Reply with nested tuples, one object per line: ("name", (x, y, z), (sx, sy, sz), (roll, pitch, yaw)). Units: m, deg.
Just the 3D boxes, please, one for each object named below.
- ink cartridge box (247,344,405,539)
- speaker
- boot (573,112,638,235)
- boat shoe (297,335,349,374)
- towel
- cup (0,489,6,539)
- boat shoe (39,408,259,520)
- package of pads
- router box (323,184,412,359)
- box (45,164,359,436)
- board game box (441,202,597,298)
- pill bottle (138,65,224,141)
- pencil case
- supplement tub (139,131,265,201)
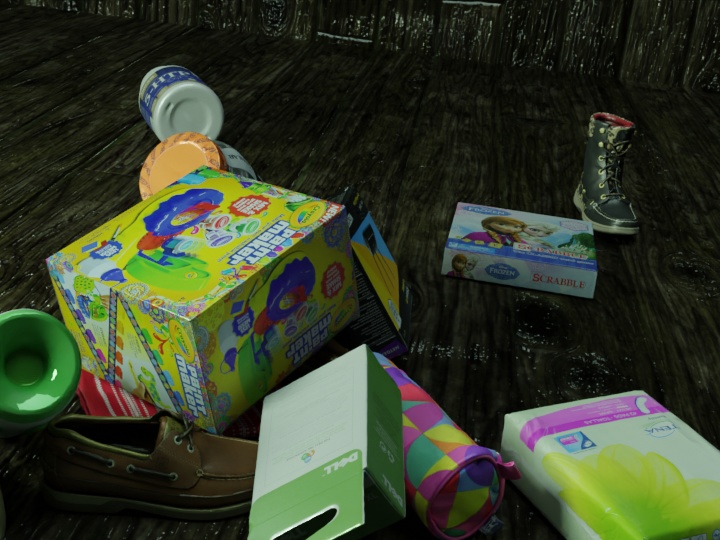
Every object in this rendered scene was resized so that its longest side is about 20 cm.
("ink cartridge box", (-0.024, 0.154, 0.787), (0.103, 0.060, 0.201), (-28, 27, 16))
("speaker", (-0.273, 0.085, 0.827), (0.087, 0.090, 0.200), (-5, -9, -25))
("boot", (0.383, -0.148, 1.607), (0.072, 0.153, 0.200), (4, 21, -4))
("boat shoe", (-0.066, 0.048, 1.070), (0.071, 0.069, 0.199), (19, 10, -41))
("towel", (-0.163, 0.117, 0.977), (0.197, 0.023, 0.145), (-3, 25, -23))
("cup", (-0.354, 0.126, 0.736), (0.197, 0.146, 0.201), (5, 21, -2))
("boat shoe", (-0.152, 0.150, 0.833), (0.197, 0.069, 0.072), (0, 22, -15))
("package of pads", (0.229, 0.179, 0.869), (0.152, 0.069, 0.200), (-5, 25, -23))
("router box", (0.000, 0.000, 1.110), (0.051, 0.151, 0.200), (-26, 11, 10))
("box", (-0.137, 0.017, 0.957), (0.191, 0.124, 0.200), (18, 40, 34))
("board game box", (0.217, -0.032, 1.423), (0.197, 0.042, 0.200), (9, 22, 6))
("pill bottle", (-0.313, -0.282, 1.790), (0.118, 0.122, 0.200), (-4, 23, -23))
("pencil case", (0.045, 0.144, 0.885), (0.087, 0.090, 0.200), (-7, 26, -30))
("supplement tub", (-0.156, -0.064, 1.170), (0.121, 0.124, 0.200), (16, -16, 24))
